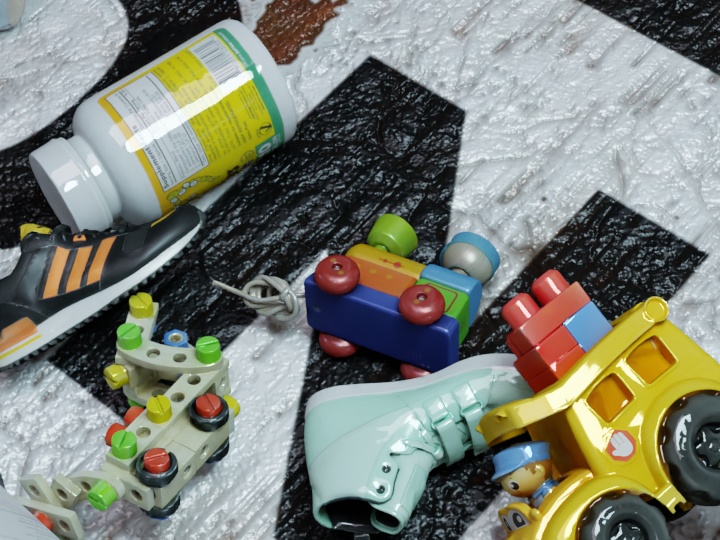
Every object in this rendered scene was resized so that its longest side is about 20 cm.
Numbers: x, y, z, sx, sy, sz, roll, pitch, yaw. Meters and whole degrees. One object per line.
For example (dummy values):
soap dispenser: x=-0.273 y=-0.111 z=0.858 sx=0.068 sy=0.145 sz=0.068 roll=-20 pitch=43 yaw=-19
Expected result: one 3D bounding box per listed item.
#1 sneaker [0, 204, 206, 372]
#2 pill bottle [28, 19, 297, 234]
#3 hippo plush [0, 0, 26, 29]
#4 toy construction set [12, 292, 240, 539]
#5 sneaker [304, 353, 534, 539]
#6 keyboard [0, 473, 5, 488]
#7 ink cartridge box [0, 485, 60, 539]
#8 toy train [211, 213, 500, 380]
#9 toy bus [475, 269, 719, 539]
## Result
sneaker: x=-0.215 y=-0.008 z=1.347 sx=0.199 sy=0.070 sz=0.090 roll=-34 pitch=93 yaw=0
pill bottle: x=-0.159 y=-0.106 z=1.421 sx=0.199 sy=0.113 sz=0.113 roll=-33 pitch=56 yaw=-15
hippo plush: x=-0.378 y=-0.295 z=1.598 sx=0.201 sy=0.158 sz=0.161 roll=-53 pitch=32 yaw=20
toy construction set: x=-0.164 y=0.114 z=1.276 sx=0.130 sy=0.092 sz=0.201 roll=23 pitch=61 yaw=22
sneaker: x=0.058 y=0.131 z=1.241 sx=0.198 sy=0.074 sz=0.119 roll=-12 pitch=46 yaw=12
keyboard: x=-0.364 y=0.176 z=1.306 sx=0.199 sy=0.021 sz=0.127 roll=-25 pitch=55 yaw=-11
ink cartridge box: x=-0.275 y=0.210 z=1.176 sx=0.199 sy=0.125 sz=0.129 roll=35 pitch=88 yaw=24
toy train: x=0.000 y=0.000 z=1.347 sx=0.198 sy=0.085 sz=0.116 roll=19 pitch=49 yaw=21
toy bus: x=0.146 y=0.107 z=1.168 sx=0.200 sy=0.136 sz=0.192 roll=-41 pitch=88 yaw=-18
